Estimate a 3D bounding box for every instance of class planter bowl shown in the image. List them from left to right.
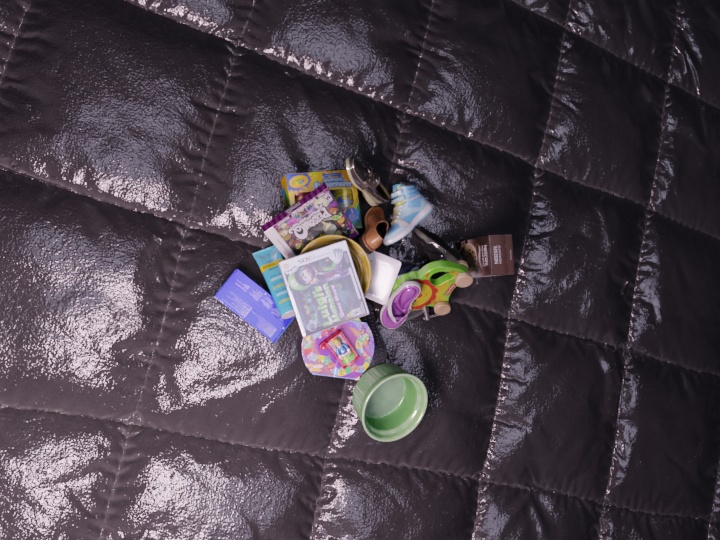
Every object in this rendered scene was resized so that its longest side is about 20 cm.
[{"bbox_3d":[-0.076,0.008,1.412,0.199,0.083,0.202,0,91,-10],"label":"planter bowl"}]

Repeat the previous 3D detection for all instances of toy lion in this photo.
[{"bbox_3d":[0.184,0.046,1.495,0.191,0.200,0.069,12,43,-21],"label":"toy lion"}]

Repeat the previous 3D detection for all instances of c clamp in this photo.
[{"bbox_3d":[0.155,0.061,1.584,0.170,0.027,0.201,-21,95,-15],"label":"c clamp"}]

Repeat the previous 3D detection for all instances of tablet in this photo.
[{"bbox_3d":[0.000,0.000,1.476,0.199,0.014,0.131,22,100,8],"label":"tablet"}]

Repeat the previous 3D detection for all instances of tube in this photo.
[{"bbox_3d":[-0.217,0.028,1.416,0.077,0.050,0.201,-19,70,-13],"label":"tube"}]

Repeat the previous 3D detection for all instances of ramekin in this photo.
[{"bbox_3d":[0.075,0.353,1.466,0.199,0.098,0.201,-8,110,-24],"label":"ramekin"}]

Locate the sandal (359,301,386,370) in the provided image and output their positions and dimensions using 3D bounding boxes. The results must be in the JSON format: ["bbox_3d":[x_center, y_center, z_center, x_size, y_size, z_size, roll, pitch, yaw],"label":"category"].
[{"bbox_3d":[0.023,0.187,1.521,0.075,0.045,0.201,-6,74,-25],"label":"sandal"}]

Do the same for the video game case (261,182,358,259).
[{"bbox_3d":[-0.128,-0.104,1.403,0.199,0.036,0.182,-34,132,1],"label":"video game case"}]

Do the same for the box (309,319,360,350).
[{"bbox_3d":[-0.110,0.097,1.465,0.144,0.036,0.201,-34,98,-8],"label":"box"}]

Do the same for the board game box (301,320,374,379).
[{"bbox_3d":[-0.057,0.211,1.439,0.199,0.039,0.159,9,90,-10],"label":"board game box"}]

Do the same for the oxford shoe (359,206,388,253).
[{"bbox_3d":[0.051,-0.124,1.485,0.071,0.071,0.201,42,31,-22],"label":"oxford shoe"}]

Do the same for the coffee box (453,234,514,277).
[{"bbox_3d":[0.356,-0.038,1.567,0.079,0.200,0.114,-2,86,-20],"label":"coffee box"}]

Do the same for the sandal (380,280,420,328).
[{"bbox_3d":[0.106,0.106,1.480,0.082,0.203,0.050,7,45,-13],"label":"sandal"}]

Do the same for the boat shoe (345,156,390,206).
[{"bbox_3d":[0.024,-0.249,1.481,0.201,0.066,0.072,47,42,-52],"label":"boat shoe"}]

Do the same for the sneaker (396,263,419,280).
[{"bbox_3d":[0.062,-0.014,1.517,0.199,0.070,0.109,-17,91,-6],"label":"sneaker"}]

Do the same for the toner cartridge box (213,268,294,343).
[{"bbox_3d":[-0.278,0.094,1.414,0.200,0.043,0.095,41,76,-12],"label":"toner cartridge box"}]

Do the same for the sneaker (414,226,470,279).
[{"bbox_3d":[0.216,-0.035,1.581,0.199,0.076,0.114,43,116,11],"label":"sneaker"}]

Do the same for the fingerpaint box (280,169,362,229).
[{"bbox_3d":[-0.106,-0.184,1.479,0.199,0.073,0.168,-7,89,-20],"label":"fingerpaint box"}]

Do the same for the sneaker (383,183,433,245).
[{"bbox_3d":[0.108,-0.171,1.554,0.200,0.079,0.131,-44,103,-27],"label":"sneaker"}]

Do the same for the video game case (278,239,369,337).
[{"bbox_3d":[-0.091,0.045,1.355,0.181,0.023,0.201,-19,94,-10],"label":"video game case"}]
